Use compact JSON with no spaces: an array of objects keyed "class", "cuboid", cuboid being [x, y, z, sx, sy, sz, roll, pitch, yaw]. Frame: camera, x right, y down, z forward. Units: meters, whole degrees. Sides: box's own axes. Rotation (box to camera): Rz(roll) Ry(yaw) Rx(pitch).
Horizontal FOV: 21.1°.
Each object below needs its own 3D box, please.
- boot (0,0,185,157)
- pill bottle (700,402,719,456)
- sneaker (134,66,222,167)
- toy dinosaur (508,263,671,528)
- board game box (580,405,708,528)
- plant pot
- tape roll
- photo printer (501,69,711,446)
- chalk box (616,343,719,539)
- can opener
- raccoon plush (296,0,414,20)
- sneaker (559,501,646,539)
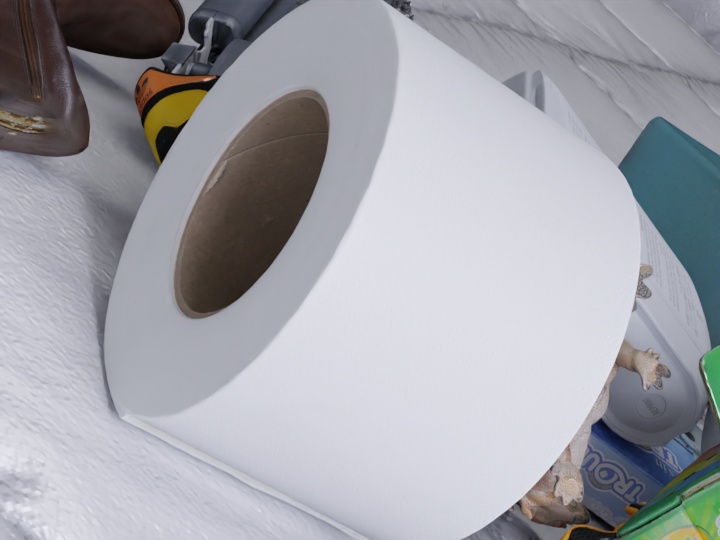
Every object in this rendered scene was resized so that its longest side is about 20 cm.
[{"class":"boot","cuboid":[-0.153,-0.110,0.992,0.185,0.064,0.200,20,26,-31]},{"class":"pill bottle","cuboid":[0.297,0.107,1.059,0.199,0.114,0.113,19,23,-11]},{"class":"sneaker","cuboid":[-0.027,-0.073,0.989,0.199,0.070,0.090,-2,47,-45]},{"class":"toy dinosaur","cuboid":[0.074,0.042,0.947,0.085,0.135,0.202,-14,94,-33]},{"class":"board game box","cuboid":[0.168,0.102,1.178,0.199,0.043,0.199,37,19,-15]},{"class":"plant pot","cuboid":[0.264,0.016,1.360,0.141,0.142,0.200,26,13,-37]},{"class":"tape roll","cuboid":[0.002,0.001,0.826,0.139,0.203,0.203,30,21,-28]},{"class":"photo printer","cuboid":[0.133,-0.003,1.111,0.200,0.069,0.167,52,19,-17]},{"class":"chalk box","cuboid":[0.212,0.126,0.902,0.124,0.124,0.201,-23,79,-54]},{"class":"can opener","cuboid":[-0.065,-0.126,1.112,0.066,0.054,0.200,15,36,11]},{"class":"raccoon plush","cuboid":[-0.013,-0.164,1.380,0.200,0.097,0.135,34,-26,43]},{"class":"sneaker","cuboid":[0.165,0.154,1.007,0.077,0.079,0.200,43,18,22]}]
